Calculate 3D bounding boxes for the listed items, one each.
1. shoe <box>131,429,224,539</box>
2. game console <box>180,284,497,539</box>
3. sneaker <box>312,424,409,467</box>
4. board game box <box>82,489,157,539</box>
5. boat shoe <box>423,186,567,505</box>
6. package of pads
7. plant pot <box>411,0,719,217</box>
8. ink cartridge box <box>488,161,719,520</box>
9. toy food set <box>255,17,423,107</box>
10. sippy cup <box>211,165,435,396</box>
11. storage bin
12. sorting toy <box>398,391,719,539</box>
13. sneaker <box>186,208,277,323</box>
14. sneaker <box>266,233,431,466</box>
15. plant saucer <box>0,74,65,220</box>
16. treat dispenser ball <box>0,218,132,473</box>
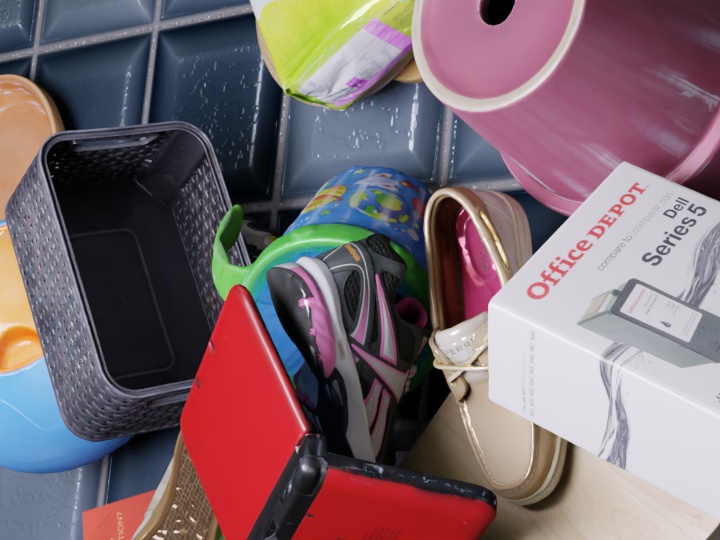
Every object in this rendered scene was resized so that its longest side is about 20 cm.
[{"bbox_3d":[-0.126,0.191,1.212,0.070,0.053,0.201,26,103,9],"label":"shoe"},{"bbox_3d":[-0.021,0.119,1.024,0.200,0.171,0.119,117,163,-56],"label":"game console"},{"bbox_3d":[-0.053,0.181,1.158,0.114,0.075,0.200,41,89,30],"label":"sneaker"},{"bbox_3d":[-0.127,0.237,1.256,0.199,0.040,0.154,-21,66,36],"label":"board game box"},{"bbox_3d":[0.072,0.042,1.015,0.073,0.069,0.201,-26,63,35],"label":"boat shoe"},{"bbox_3d":[0.008,-0.225,1.169,0.200,0.068,0.155,-40,55,28],"label":"package of pads"},{"bbox_3d":[0.134,-0.136,1.026,0.199,0.178,0.201,-11,73,39],"label":"plant pot"},{"bbox_3d":[0.189,0.043,0.923,0.199,0.084,0.145,26,52,29],"label":"ink cartridge box"},{"bbox_3d":[-0.001,-0.218,1.254,0.199,0.049,0.199,-21,66,37],"label":"toy food set"},{"bbox_3d":[0.000,0.000,1.130,0.139,0.178,0.131,-37,18,33],"label":"sippy cup"},{"bbox_3d":[-0.158,0.006,1.193,0.094,0.135,0.201,-41,63,53],"label":"storage bin"},{"bbox_3d":[0.135,0.137,1.030,0.200,0.069,0.199,47,111,38],"label":"sorting toy"},{"bbox_3d":[-0.072,0.023,1.254,0.200,0.077,0.080,40,121,47],"label":"sneaker"},{"bbox_3d":[0.009,0.058,1.041,0.086,0.201,0.080,-28,53,-14],"label":"sneaker"},{"bbox_3d":[-0.326,-0.076,1.514,0.199,0.037,0.202,-12,72,40],"label":"plant saucer"},{"bbox_3d":[-0.246,0.056,1.301,0.200,0.200,0.202,-12,72,39],"label":"treat dispenser ball"}]
